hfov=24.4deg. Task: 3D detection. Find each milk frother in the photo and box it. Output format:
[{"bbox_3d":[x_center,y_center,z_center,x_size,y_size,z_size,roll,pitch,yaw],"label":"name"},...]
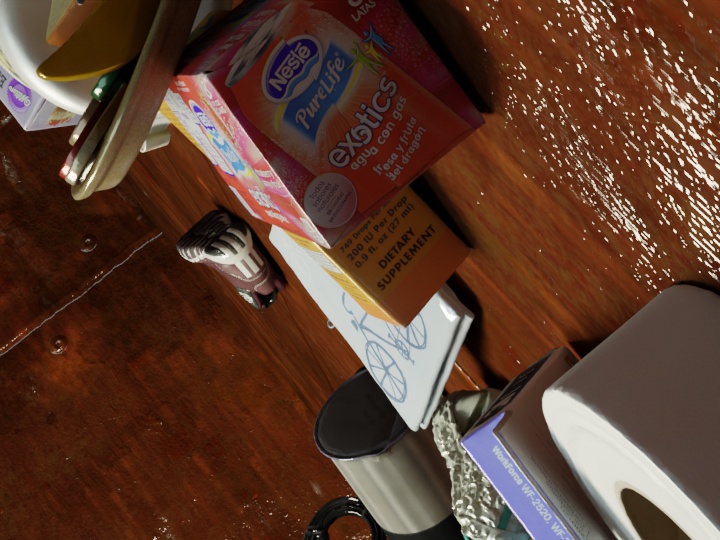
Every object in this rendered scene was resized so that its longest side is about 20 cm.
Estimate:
[{"bbox_3d":[0.007,0.202,1.548,0.189,0.199,0.181,57,175,-31],"label":"milk frother"}]

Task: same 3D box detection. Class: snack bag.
[{"bbox_3d":[0.000,0.000,1.167,0.200,0.021,0.189,52,157,19],"label":"snack bag"}]

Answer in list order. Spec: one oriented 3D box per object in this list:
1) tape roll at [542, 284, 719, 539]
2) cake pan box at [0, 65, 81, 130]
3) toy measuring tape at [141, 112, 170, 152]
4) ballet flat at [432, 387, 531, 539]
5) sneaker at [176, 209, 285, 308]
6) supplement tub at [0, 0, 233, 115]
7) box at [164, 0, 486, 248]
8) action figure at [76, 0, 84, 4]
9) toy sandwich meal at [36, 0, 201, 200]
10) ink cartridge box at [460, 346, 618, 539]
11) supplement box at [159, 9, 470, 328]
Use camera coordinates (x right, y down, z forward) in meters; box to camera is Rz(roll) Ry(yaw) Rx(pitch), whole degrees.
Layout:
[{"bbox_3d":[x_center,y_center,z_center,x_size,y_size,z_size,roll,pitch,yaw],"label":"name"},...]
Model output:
[{"bbox_3d":[0.162,0.106,0.667,0.203,0.071,0.203,51,171,10],"label":"tape roll"},{"bbox_3d":[-0.221,-0.193,1.253,0.185,0.052,0.199,50,-146,15],"label":"cake pan box"},{"bbox_3d":[-0.085,-0.094,1.058,0.074,0.074,0.200,52,145,-5],"label":"toy measuring tape"},{"bbox_3d":[0.093,0.121,1.151,0.072,0.071,0.200,55,-171,-22],"label":"ballet flat"},{"bbox_3d":[-0.152,-0.003,2.015,0.116,0.076,0.200,51,172,-19],"label":"sneaker"},{"bbox_3d":[-0.167,-0.175,1.043,0.145,0.145,0.200,54,172,-18],"label":"supplement tub"},{"bbox_3d":[-0.029,-0.085,0.818,0.100,0.095,0.200,52,173,-13],"label":"box"},{"bbox_3d":[-0.126,-0.204,0.712,0.201,0.069,0.131,112,144,-51],"label":"action figure"},{"bbox_3d":[-0.128,-0.137,0.848,0.070,0.207,0.205,20,180,-15],"label":"toy sandwich meal"},{"bbox_3d":[0.131,0.141,0.824,0.199,0.043,0.200,52,-163,4],"label":"ink cartridge box"},{"bbox_3d":[-0.031,-0.058,0.961,0.200,0.067,0.069,44,174,-15],"label":"supplement box"}]
